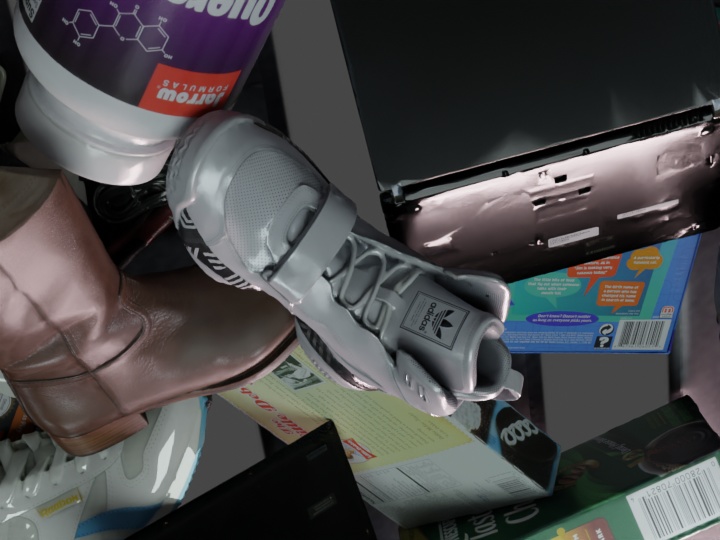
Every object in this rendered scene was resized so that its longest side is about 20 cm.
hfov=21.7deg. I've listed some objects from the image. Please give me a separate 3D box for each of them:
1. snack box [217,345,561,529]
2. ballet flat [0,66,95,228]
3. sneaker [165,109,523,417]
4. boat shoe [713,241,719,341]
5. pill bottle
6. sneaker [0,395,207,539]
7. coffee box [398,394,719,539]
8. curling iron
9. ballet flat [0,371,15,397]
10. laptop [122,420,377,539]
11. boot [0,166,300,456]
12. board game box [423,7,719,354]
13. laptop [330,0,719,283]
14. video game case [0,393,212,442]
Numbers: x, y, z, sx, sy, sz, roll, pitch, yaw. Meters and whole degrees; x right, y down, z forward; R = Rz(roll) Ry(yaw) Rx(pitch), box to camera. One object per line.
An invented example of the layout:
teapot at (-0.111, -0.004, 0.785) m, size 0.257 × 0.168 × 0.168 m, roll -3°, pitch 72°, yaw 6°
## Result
snack box at (0.006, 0.075, 1.046) m, size 0.115 × 0.037 × 0.200 m, roll -19°, pitch 135°, yaw 40°
ballet flat at (-0.183, -0.062, 0.914) m, size 0.073 × 0.073 × 0.200 m, roll -39°, pitch 119°, yaw 19°
sneaker at (0.000, 0.000, 0.868) m, size 0.076 × 0.114 × 0.200 m, roll -58°, pitch 136°, yaw -17°
boat shoe at (0.239, -0.055, 0.965) m, size 0.092 × 0.075 × 0.202 m, roll 5°, pitch 111°, yaw 4°
pill bottle at (-0.086, -0.140, 0.842) m, size 0.111 × 0.113 × 0.201 m, roll 16°, pitch 123°, yaw -22°
sneaker at (-0.154, 0.116, 1.003) m, size 0.080 × 0.077 × 0.200 m, roll 31°, pitch 115°, yaw -27°
coffee box at (0.118, 0.143, 1.087) m, size 0.198 × 0.123 × 0.044 m, roll -25°, pitch 99°, yaw 5°
curling iron at (-0.157, 0.003, 0.998) m, size 0.049 × 0.026 × 0.200 m, roll 39°, pitch 119°, yaw -9°
ballet flat at (-0.206, 0.007, 0.939) m, size 0.069 × 0.070 × 0.200 m, roll -39°, pitch 113°, yaw 20°
laptop at (-0.080, 0.214, 1.034) m, size 0.186 × 0.115 × 0.202 m, roll -27°, pitch 102°, yaw -37°
boot at (-0.112, -0.006, 0.883) m, size 0.186 × 0.064 × 0.200 m, roll -36°, pitch 143°, yaw -3°
board game box at (0.110, -0.045, 0.996) m, size 0.150 × 0.045 × 0.202 m, roll 1°, pitch 128°, yaw -11°
laptop at (0.086, -0.085, 0.927) m, size 0.175 × 0.104 × 0.200 m, roll -14°, pitch 154°, yaw 2°
video game case at (-0.200, 0.122, 1.065) m, size 0.179 × 0.026 × 0.201 m, roll 10°, pitch 129°, yaw -22°
